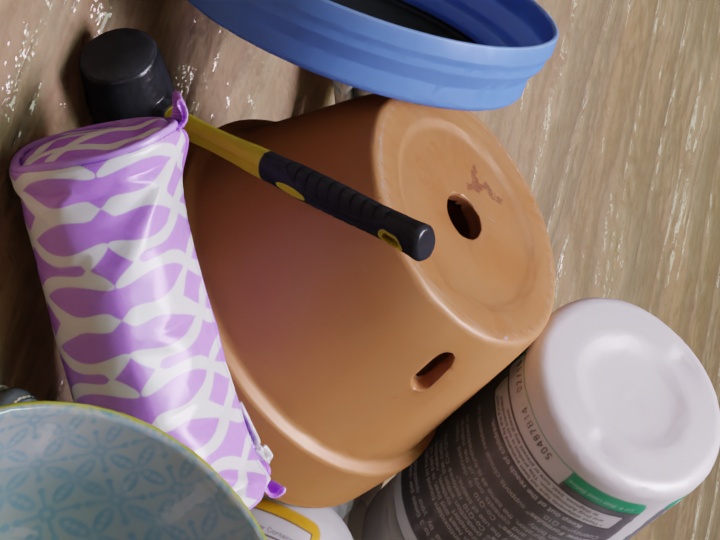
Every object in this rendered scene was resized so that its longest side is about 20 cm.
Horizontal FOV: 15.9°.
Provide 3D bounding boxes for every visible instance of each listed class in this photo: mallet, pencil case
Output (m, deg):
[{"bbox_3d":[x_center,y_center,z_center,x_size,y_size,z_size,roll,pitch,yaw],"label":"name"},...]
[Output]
[{"bbox_3d":[-0.050,-0.057,1.164,0.041,0.200,0.066,-46,138,-26],"label":"mallet"},{"bbox_3d":[-0.095,0.027,1.162,0.084,0.085,0.200,-119,-166,-71],"label":"pencil case"}]

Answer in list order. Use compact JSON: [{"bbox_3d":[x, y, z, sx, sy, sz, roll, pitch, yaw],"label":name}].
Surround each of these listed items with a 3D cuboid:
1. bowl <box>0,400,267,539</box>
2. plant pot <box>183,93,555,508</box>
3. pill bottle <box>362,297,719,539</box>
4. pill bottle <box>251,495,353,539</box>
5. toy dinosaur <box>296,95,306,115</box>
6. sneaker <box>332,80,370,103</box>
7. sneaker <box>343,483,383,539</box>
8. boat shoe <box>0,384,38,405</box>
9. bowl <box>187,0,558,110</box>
[{"bbox_3d":[-0.138,0.163,1.061,0.108,0.200,0.200,-37,-147,58],"label":"bowl"},{"bbox_3d":[0.000,0.000,1.266,0.200,0.140,0.200,32,44,-37],"label":"plant pot"},{"bbox_3d":[0.088,0.108,1.337,0.200,0.113,0.113,-46,-165,47],"label":"pill bottle"},{"bbox_3d":[-0.066,0.170,1.296,0.113,0.113,0.200,71,32,-50],"label":"pill bottle"},{"bbox_3d":[-0.027,0.016,1.472,0.106,0.060,0.200,-121,-162,-57],"label":"toy dinosaur"},{"bbox_3d":[0.006,-0.111,1.475,0.080,0.070,0.200,51,28,-45],"label":"sneaker"},{"bbox_3d":[-0.013,0.134,1.433,0.082,0.075,0.200,-20,129,-48],"label":"sneaker"},{"bbox_3d":[-0.120,0.141,1.157,0.073,0.062,0.200,-39,114,-62],"label":"boat shoe"},{"bbox_3d":[-0.002,-0.135,1.276,0.201,0.200,0.039,-33,146,-66],"label":"bowl"}]
